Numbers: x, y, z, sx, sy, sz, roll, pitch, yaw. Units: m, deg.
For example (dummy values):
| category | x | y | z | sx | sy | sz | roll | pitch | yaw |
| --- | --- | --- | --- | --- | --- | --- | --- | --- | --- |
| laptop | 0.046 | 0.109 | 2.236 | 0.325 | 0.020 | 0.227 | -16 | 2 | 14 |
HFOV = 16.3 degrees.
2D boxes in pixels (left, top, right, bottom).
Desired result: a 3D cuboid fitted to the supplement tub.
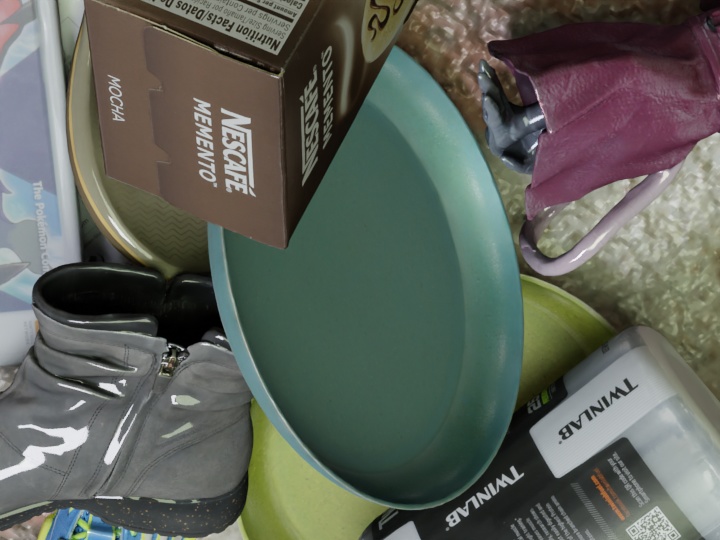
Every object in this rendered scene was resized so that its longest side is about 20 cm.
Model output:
| category | x | y | z | sx | sy | sz | roll | pitch | yaw |
| --- | --- | --- | --- | --- | --- | --- | --- | --- | --- |
| supplement tub | 0.082 | 0.128 | 1.102 | 0.200 | 0.123 | 0.123 | -38 | 114 | 9 |

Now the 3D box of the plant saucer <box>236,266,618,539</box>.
| category | x | y | z | sx | sy | sz | roll | pitch | yaw |
| --- | --- | --- | --- | --- | --- | --- | --- | --- | --- |
| plant saucer | 0.038 | 0.084 | 1.160 | 0.198 | 0.031 | 0.201 | -3 | 115 | -7 |

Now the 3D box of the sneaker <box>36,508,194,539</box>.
| category | x | y | z | sx | sy | sz | roll | pitch | yaw |
| --- | --- | --- | --- | --- | --- | --- | --- | --- | --- |
| sneaker | -0.117 | 0.148 | 1.127 | 0.075 | 0.105 | 0.201 | 23 | 110 | -18 |

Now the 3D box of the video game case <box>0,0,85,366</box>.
| category | x | y | z | sx | sy | sz | roll | pitch | yaw |
| --- | --- | --- | --- | --- | --- | --- | --- | --- | --- |
| video game case | -0.208 | -0.046 | 1.027 | 0.181 | 0.023 | 0.201 | -5 | 117 | -5 |

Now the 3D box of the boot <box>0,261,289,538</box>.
| category | x | y | z | sx | sy | sz | roll | pitch | yaw |
| --- | --- | --- | --- | --- | --- | --- | --- | --- | --- |
| boot | -0.134 | 0.047 | 1.036 | 0.199 | 0.070 | 0.132 | -2 | 138 | -12 |

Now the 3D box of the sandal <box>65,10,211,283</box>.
| category | x | y | z | sx | sy | sz | roll | pitch | yaw |
| --- | --- | --- | --- | --- | --- | --- | --- | --- | --- |
| sandal | -0.073 | -0.094 | 1.012 | 0.080 | 0.054 | 0.202 | 1 | 94 | -30 |

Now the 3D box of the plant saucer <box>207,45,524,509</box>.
| category | x | y | z | sx | sy | sz | roll | pitch | yaw |
| --- | --- | --- | --- | --- | --- | --- | --- | --- | --- |
| plant saucer | 0.000 | 0.000 | 1.030 | 0.027 | 0.201 | 0.201 | -15 | 122 | 36 |

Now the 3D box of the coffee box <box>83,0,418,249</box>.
| category | x | y | z | sx | sy | sz | roll | pitch | yaw |
| --- | --- | --- | --- | --- | --- | --- | --- | --- | --- |
| coffee box | -0.021 | -0.126 | 0.940 | 0.079 | 0.201 | 0.113 | 22 | 151 | 11 |

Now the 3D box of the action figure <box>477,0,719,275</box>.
| category | x | y | z | sx | sy | sz | roll | pitch | yaw |
| --- | --- | --- | --- | --- | --- | --- | --- | --- | --- |
| action figure | 0.150 | -0.077 | 1.043 | 0.199 | 0.134 | 0.150 | -14 | 117 | 2 |

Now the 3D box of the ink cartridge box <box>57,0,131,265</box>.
| category | x | y | z | sx | sy | sz | roll | pitch | yaw |
| --- | --- | --- | --- | --- | --- | --- | --- | --- | --- |
| ink cartridge box | -0.155 | -0.081 | 1.050 | 0.119 | 0.042 | 0.200 | -40 | 116 | 12 |
